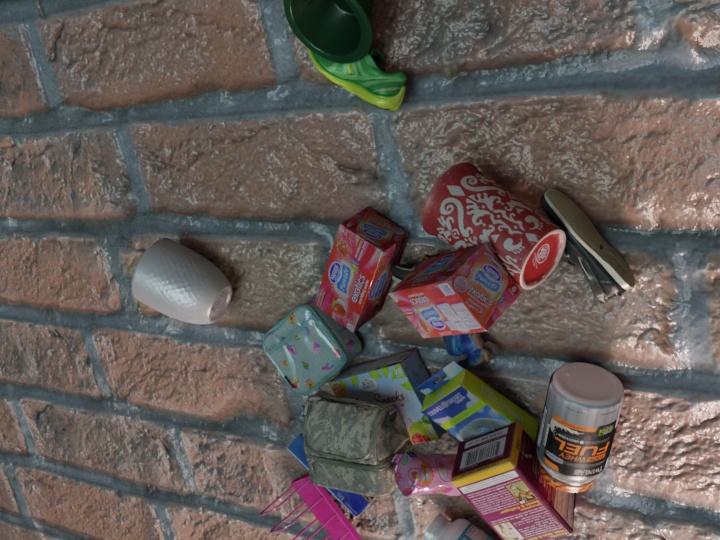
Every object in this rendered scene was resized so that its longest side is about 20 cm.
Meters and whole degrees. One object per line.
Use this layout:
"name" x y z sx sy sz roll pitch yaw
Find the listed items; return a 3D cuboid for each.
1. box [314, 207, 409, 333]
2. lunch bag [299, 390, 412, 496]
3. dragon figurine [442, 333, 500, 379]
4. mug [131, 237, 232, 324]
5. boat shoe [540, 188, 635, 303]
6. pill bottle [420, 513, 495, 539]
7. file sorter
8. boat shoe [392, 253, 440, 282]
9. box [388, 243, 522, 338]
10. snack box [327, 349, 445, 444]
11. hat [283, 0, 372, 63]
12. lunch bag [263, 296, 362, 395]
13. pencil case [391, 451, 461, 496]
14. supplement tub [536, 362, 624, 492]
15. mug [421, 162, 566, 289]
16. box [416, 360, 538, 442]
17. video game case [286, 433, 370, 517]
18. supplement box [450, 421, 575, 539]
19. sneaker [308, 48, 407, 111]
"box" 0.000 0.000 1.731 0.100 0.095 0.200 34 129 19
"lunch bag" -0.010 0.319 1.794 0.200 0.139 0.168 3 106 37
"dragon figurine" 0.184 0.119 1.682 0.099 0.059 0.200 -10 108 39
"mug" -0.364 0.045 2.008 0.175 0.148 0.200 26 156 15
"boat shoe" 0.341 -0.038 1.476 0.200 0.072 0.068 52 128 0
"pill bottle" 0.218 0.563 1.852 0.200 0.111 0.111 32 128 19
"file sorter" -0.109 0.567 2.060 0.200 0.125 0.139 53 153 2
"boat shoe" 0.138 0.001 1.646 0.201 0.072 0.061 9 105 42
"box" 0.145 0.036 1.485 0.103 0.095 0.200 52 157 -9
"snack box" 0.056 0.257 1.842 0.200 0.068 0.169 -20 101 40
"hat" -0.006 -0.459 1.526 0.166 0.176 0.200 43 152 -13
"lunch bag" -0.105 0.150 1.898 0.160 0.077 0.200 52 132 2
"pencil case" 0.155 0.373 1.744 0.087 0.200 0.088 -20 66 54
"supplement tub" 0.363 0.265 1.583 0.122 0.123 0.200 21 125 27
"mug" 0.224 -0.065 1.502 0.200 0.177 0.134 37 105 34
"box" 0.206 0.257 1.703 0.200 0.048 0.122 36 133 -12
"video game case" -0.064 0.427 1.965 0.200 0.045 0.181 44 172 10
"supplement box" 0.274 0.384 1.678 0.131 0.103 0.200 -27 113 31
"sneaker" 0.000 -0.338 1.587 0.200 0.074 0.084 33 102 23
